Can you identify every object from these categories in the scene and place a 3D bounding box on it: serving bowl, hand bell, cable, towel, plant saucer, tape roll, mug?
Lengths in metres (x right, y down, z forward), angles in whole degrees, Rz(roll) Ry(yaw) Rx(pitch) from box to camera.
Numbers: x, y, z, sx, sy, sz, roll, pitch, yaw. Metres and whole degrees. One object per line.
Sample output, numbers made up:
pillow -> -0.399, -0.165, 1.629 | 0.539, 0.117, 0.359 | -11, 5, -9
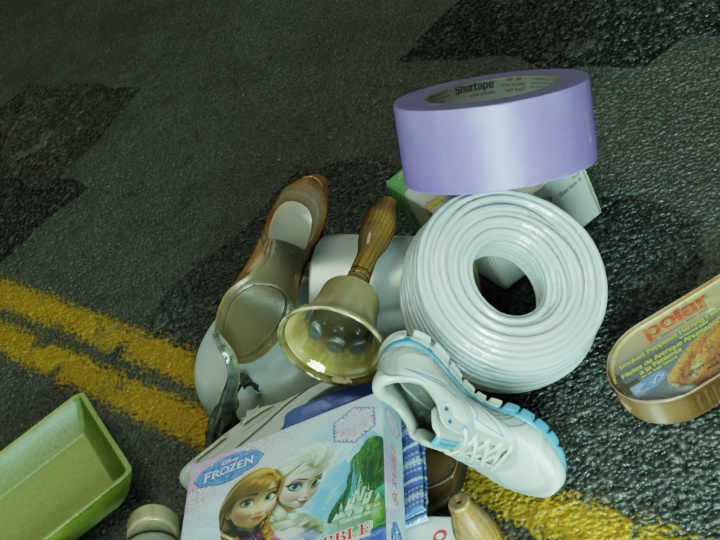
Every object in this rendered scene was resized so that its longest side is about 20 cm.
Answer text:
serving bowl -> -0.109, 0.077, 1.437 | 0.199, 0.066, 0.201 | -27, 34, 19
hand bell -> 0.108, 0.234, 0.952 | 0.103, 0.201, 0.104 | -20, 35, 15
cable -> 0.138, 0.018, 1.240 | 0.201, 0.199, 0.069 | -62, 1, -29
towel -> -0.009, 0.168, 1.152 | 0.144, 0.024, 0.201 | -22, 31, 13
plant saucer -> -0.349, 0.250, 1.432 | 0.200, 0.048, 0.200 | -38, 34, -10
tape roll -> 0.136, -0.142, 1.306 | 0.198, 0.086, 0.200 | -8, 16, 2
hand bell -> 0.000, 0.000, 1.239 | 0.103, 0.104, 0.201 | -9, 41, 29
mug -> 0.045, 0.015, 1.350 | 0.152, 0.150, 0.187 | -7, 46, 19

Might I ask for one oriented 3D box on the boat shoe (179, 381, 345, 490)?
boat shoe -> -0.093, 0.166, 1.292 | 0.065, 0.072, 0.200 | 26, 53, 38

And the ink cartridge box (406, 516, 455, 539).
ink cartridge box -> -0.001, 0.283, 1.080 | 0.199, 0.086, 0.147 | -7, 38, 34

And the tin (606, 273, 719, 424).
tin -> 0.316, 0.064, 1.161 | 0.199, 0.042, 0.112 | -31, 37, 1

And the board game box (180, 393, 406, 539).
board game box -> -0.059, 0.211, 1.080 | 0.199, 0.041, 0.200 | -23, 32, 14

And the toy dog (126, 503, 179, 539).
toy dog -> -0.215, 0.310, 1.211 | 0.200, 0.096, 0.132 | -36, 25, 37

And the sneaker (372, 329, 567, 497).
sneaker -> 0.088, 0.140, 1.115 | 0.075, 0.199, 0.087 | -55, -1, 29

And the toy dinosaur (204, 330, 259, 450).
toy dinosaur -> -0.132, 0.150, 1.326 | 0.047, 0.202, 0.088 | 16, 17, 24

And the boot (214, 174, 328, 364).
boot -> -0.089, -0.009, 1.383 | 0.076, 0.201, 0.155 | 19, 17, 1

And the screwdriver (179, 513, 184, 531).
screwdriver -> -0.130, 0.277, 1.213 | 0.028, 0.029, 0.200 | -40, 31, -10

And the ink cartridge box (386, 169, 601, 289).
ink cartridge box -> 0.145, -0.083, 1.442 | 0.145, 0.088, 0.200 | -39, 33, -11

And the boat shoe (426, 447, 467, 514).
boat shoe -> 0.000, 0.189, 1.212 | 0.199, 0.074, 0.076 | -10, 38, 29
